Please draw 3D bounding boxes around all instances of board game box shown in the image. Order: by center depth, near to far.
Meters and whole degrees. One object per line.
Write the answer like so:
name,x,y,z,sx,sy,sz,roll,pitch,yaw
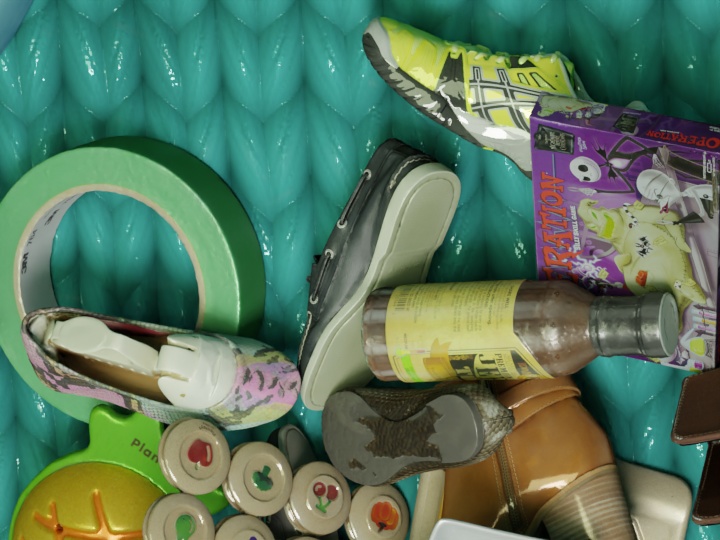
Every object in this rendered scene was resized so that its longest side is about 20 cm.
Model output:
board game box,0.167,-0.020,1.428,0.120,0.032,0.200,15,141,21

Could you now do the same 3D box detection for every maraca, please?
maraca,-0.171,0.178,1.616,0.137,0.107,0.200,32,118,-3

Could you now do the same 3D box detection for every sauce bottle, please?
sauce bottle,0.099,0.037,1.456,0.199,0.065,0.065,-3,101,26

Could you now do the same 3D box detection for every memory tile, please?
memory tile,-0.056,0.192,1.525,0.017,0.200,0.154,-17,57,54

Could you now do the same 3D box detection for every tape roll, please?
tape roll,-0.166,0.009,1.609,0.200,0.048,0.201,5,104,20

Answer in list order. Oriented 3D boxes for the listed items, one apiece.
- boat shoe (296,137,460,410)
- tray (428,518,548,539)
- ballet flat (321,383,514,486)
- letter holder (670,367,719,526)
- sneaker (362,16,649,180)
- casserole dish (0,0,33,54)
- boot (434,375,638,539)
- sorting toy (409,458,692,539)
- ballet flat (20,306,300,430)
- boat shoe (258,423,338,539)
boat shoe,-0.002,0.000,1.535,0.066,0.074,0.200,47,129,36
tray,0.067,0.238,1.455,0.107,0.022,0.201,13,119,-13
ballet flat,0.037,0.101,1.491,0.200,0.046,0.068,-15,89,58
letter holder,0.295,0.115,1.392,0.199,0.142,0.101,-17,111,24
sneaker,0.095,-0.114,1.472,0.200,0.075,0.077,30,104,1
casserole dish,-0.276,-0.227,1.602,0.121,0.039,0.200,38,112,9
boot,0.073,0.146,1.506,0.199,0.074,0.155,-26,70,13
sorting toy,0.116,0.213,1.554,0.184,0.036,0.201,16,108,17
ballet flat,-0.140,0.061,1.542,0.199,0.071,0.069,10,72,20
boat shoe,-0.041,0.207,1.598,0.057,0.067,0.201,-15,100,19
